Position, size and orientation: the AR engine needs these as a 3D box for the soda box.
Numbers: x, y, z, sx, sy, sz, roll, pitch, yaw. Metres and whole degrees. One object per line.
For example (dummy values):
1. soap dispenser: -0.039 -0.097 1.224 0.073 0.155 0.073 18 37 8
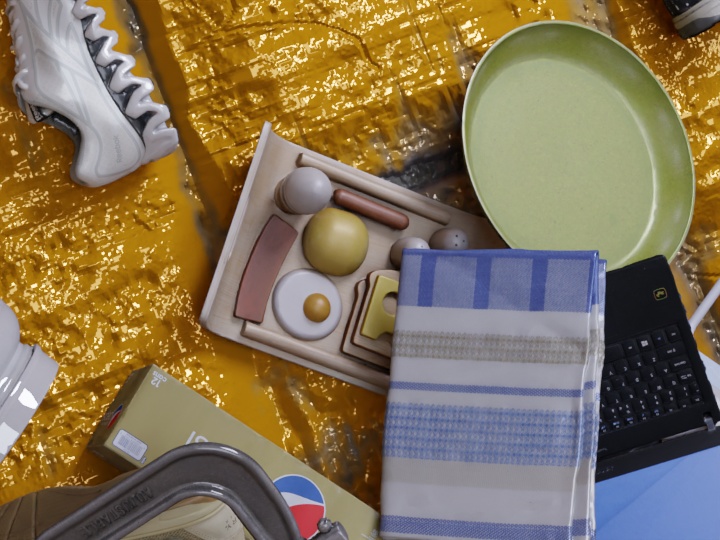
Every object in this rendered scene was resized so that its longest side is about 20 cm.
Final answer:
1. soda box: -0.078 0.143 1.362 0.199 0.068 0.064 35 74 -11

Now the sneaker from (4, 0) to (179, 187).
1. sneaker: -0.201 -0.147 1.354 0.081 0.075 0.201 -33 95 -9

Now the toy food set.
1. toy food set: 0.000 0.000 1.404 0.199 0.060 0.145 21 78 -17

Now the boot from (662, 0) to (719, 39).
1. boot: 0.268 -0.285 1.519 0.203 0.073 0.154 -41 94 -19

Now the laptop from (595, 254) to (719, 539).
1. laptop: 0.150 0.120 1.359 0.176 0.103 0.201 -18 108 11

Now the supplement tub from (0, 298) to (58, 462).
1. supplement tub: -0.299 0.049 1.259 0.200 0.144 0.145 37 75 -12

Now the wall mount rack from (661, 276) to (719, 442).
1. wall mount rack: 0.290 0.075 1.479 0.199 0.074 0.175 34 56 -23

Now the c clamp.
1. c clamp: -0.101 0.191 1.258 0.199 0.027 0.172 -27 115 7

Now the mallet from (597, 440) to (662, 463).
1. mallet: 0.127 0.079 1.427 0.200 0.041 0.066 46 76 -13

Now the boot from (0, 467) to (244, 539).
1. boot: -0.155 0.211 1.322 0.198 0.073 0.156 -16 117 10

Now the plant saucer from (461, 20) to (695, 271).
1. plant saucer: 0.149 -0.077 1.460 0.199 0.031 0.202 10 70 -27

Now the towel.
1. towel: 0.088 0.084 1.349 0.146 0.024 0.202 1 77 16
